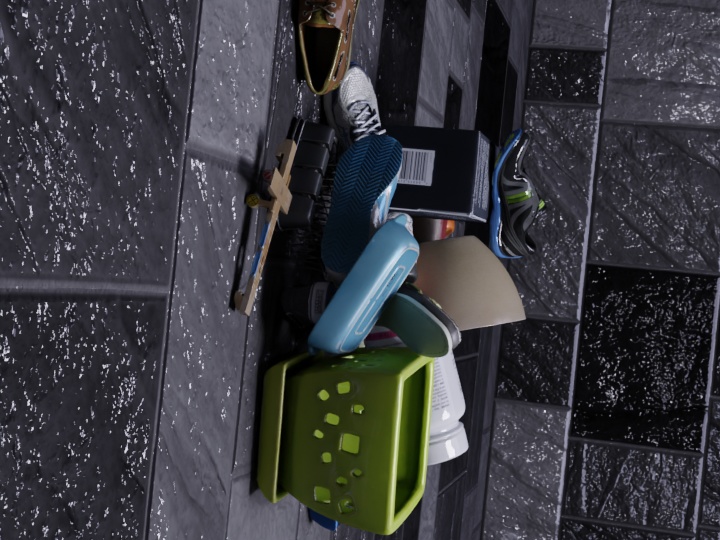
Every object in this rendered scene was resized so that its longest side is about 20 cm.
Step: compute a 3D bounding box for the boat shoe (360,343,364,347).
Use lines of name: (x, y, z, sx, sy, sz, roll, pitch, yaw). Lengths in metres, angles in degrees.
boat shoe: (0.037, 0.158, 1.901, 0.072, 0.076, 0.200, -70, 160, -44)

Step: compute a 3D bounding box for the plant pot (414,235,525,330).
plant pot: (0.133, 0.022, 1.762, 0.200, 0.200, 0.135, 4, 77, -76)

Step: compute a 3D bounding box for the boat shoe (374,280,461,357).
boat shoe: (0.064, 0.050, 1.491, 0.060, 0.201, 0.072, -19, 117, -30)

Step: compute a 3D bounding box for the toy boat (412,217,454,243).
toy boat: (0.100, -0.073, 1.900, 0.131, 0.130, 0.201, 5, 91, -48)

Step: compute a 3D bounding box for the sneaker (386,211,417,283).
sneaker: (0.026, -0.013, 1.705, 0.201, 0.067, 0.108, 137, -47, -63)

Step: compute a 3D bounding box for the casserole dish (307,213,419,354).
casserole dish: (0.009, 0.026, 1.419, 0.200, 0.039, 0.121, -57, 165, 5)

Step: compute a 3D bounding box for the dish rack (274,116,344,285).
dish rack: (-0.054, -0.076, 1.500, 0.200, 0.054, 0.154, 75, 26, -59)

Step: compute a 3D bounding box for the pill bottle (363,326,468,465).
pill bottle: (0.076, 0.153, 1.610, 0.113, 0.113, 0.200, -28, 105, -73)

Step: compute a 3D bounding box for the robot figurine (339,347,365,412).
robot figurine: (0.013, 0.187, 1.734, 0.200, 0.115, 0.176, 71, 34, -57)

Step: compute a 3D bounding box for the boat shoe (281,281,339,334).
boat shoe: (-0.057, 0.053, 1.501, 0.200, 0.066, 0.070, 39, 55, -79)

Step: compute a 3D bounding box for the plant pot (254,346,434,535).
plant pot: (-0.019, 0.195, 1.477, 0.200, 0.181, 0.200, -17, 113, -75)

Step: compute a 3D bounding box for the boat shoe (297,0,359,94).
boat shoe: (-0.039, -0.307, 1.426, 0.068, 0.072, 0.200, -65, 156, -56)

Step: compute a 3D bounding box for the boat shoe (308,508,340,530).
boat shoe: (-0.039, 0.271, 1.659, 0.069, 0.084, 0.200, -43, 154, -42)

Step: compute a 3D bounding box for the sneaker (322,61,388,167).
sneaker: (0.009, -0.173, 1.567, 0.077, 0.085, 0.200, -20, 114, -25)

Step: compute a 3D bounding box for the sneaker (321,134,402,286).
sneaker: (-0.001, -0.075, 1.470, 0.081, 0.076, 0.200, 83, 25, -67)

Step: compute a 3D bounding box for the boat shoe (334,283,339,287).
boat shoe: (0.000, 0.000, 1.605, 0.071, 0.064, 0.200, -81, -173, -52)

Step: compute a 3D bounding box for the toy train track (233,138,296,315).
toy train track: (-0.113, -0.051, 1.327, 0.115, 0.032, 0.200, 67, 37, -76)

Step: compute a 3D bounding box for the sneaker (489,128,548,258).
sneaker: (0.231, -0.111, 1.732, 0.071, 0.083, 0.200, -59, 151, -61)

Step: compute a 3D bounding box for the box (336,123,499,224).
box: (0.085, -0.138, 1.722, 0.197, 0.200, 0.124, 10, 86, -76)
